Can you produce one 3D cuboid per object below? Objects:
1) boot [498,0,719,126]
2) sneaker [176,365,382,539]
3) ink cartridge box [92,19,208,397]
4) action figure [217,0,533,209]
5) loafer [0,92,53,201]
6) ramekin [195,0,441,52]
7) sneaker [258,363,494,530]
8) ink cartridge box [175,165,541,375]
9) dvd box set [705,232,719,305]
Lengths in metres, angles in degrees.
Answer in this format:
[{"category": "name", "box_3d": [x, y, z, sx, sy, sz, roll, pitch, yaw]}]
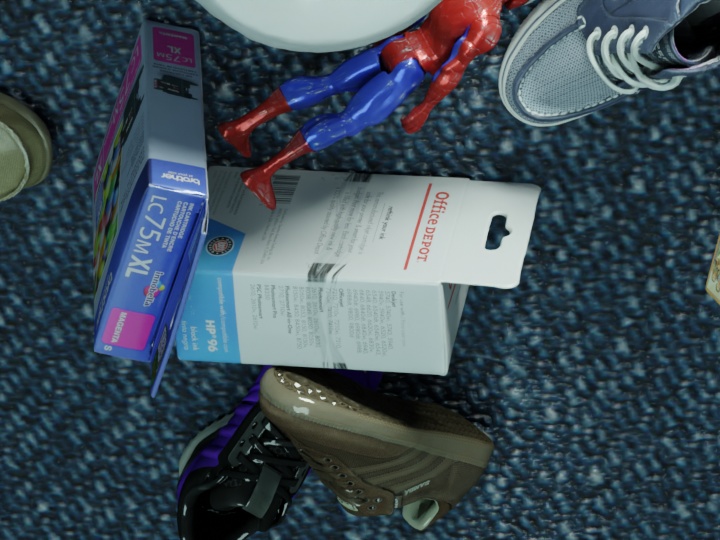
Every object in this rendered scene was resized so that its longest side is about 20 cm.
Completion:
[{"category": "boot", "box_3d": [0.150, -0.127, 1.625, 0.200, 0.090, 0.073, -36, 110, 29]}, {"category": "sneaker", "box_3d": [-0.049, 0.106, 1.811, 0.069, 0.100, 0.200, 31, 124, -12]}, {"category": "ink cartridge box", "box_3d": [-0.119, -0.037, 1.672, 0.042, 0.200, 0.120, 11, 125, -16]}, {"category": "action figure", "box_3d": [0.018, -0.111, 1.673, 0.200, 0.066, 0.052, -34, 142, 12]}, {"category": "loafer", "box_3d": [-0.281, -0.065, 1.767, 0.199, 0.068, 0.076, 1, 123, 11]}, {"category": "ramekin", "box_3d": [-0.025, -0.212, 1.561, 0.199, 0.098, 0.201, -5, 116, -11]}, {"category": "sneaker", "box_3d": [0.004, 0.112, 1.762, 0.200, 0.070, 0.076, 19, 103, -48]}, {"category": "ink cartridge box", "box_3d": [0.000, 0.000, 1.723, 0.199, 0.116, 0.068, 3, 124, 10]}, {"category": "dvd box set", "box_3d": [0.271, -0.076, 1.621, 0.146, 0.029, 0.201, -13, 131, -29]}]
